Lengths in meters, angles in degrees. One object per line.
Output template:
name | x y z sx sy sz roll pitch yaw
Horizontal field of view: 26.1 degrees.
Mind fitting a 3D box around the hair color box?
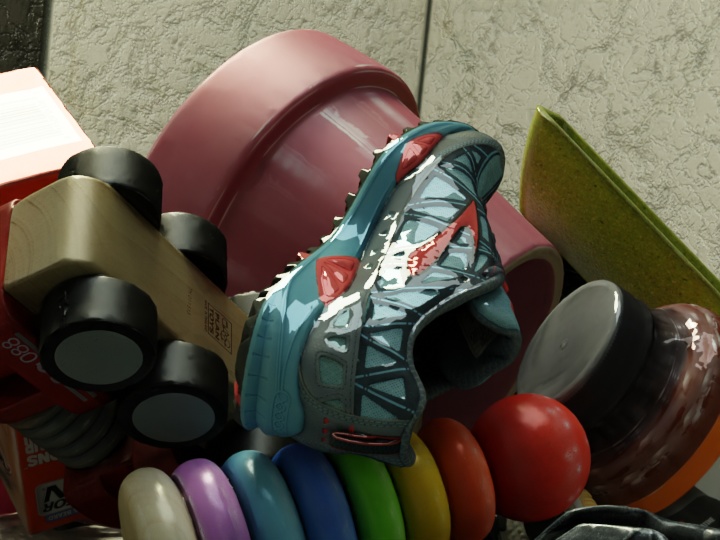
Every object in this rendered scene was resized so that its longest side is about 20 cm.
hair color box | -0.164 0.016 0.774 0.063 0.202 0.111 -16 36 -22

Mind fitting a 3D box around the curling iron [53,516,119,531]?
curling iron | -0.074 0.130 0.831 0.198 0.026 0.050 5 17 -5

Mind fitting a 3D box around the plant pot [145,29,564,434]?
plant pot | 0.000 0.000 0.819 0.178 0.201 0.199 32 16 25

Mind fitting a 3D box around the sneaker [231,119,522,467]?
sneaker | 0.028 0.014 0.658 0.095 0.080 0.200 22 46 16

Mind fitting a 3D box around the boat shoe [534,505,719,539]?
boat shoe | 0.059 0.132 0.588 0.198 0.092 0.071 6 4 0

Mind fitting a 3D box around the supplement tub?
supplement tub | 0.169 0.088 0.732 0.199 0.107 0.107 35 -5 -19

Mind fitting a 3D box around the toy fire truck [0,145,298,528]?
toy fire truck | -0.140 0.070 0.684 0.199 0.130 0.176 -23 -43 21

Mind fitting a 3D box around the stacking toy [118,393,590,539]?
stacking toy | 0.005 0.100 0.640 0.198 0.086 0.085 -13 10 -17

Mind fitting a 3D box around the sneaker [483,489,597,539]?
sneaker | 0.046 0.135 0.739 0.087 0.077 0.200 -3 -2 -21

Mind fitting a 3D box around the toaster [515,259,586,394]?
toaster | 0.081 0.061 0.989 0.198 0.183 0.119 6 2 -21

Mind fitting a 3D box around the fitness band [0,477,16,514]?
fitness band | -0.251 0.105 0.899 0.198 0.038 0.143 7 7 19

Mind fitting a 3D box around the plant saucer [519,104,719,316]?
plant saucer | 0.158 -0.002 0.870 0.200 0.048 0.200 47 10 4
